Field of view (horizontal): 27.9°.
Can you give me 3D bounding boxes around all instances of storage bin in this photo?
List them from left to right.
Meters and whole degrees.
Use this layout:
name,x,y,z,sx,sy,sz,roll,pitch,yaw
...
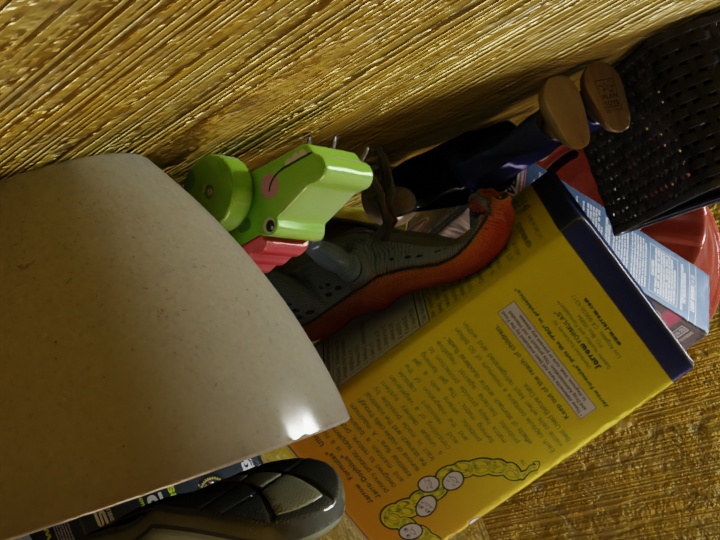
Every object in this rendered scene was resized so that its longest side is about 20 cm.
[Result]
name,x,y,z,sx,sy,sz,roll,pitch,yaw
storage bin,0.224,-0.096,0.881,0.135,0.094,0.200,-18,176,-9

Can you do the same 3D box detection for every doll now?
name,x,y,z,sx,sy,sz,roll,pitch,yaw
doll,0.072,-0.066,0.880,0.136,0.049,0.200,-22,179,-42

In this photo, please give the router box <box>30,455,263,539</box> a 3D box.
name,x,y,z,sx,sy,sz,roll,pitch,yaw
router box,-0.152,0.093,0.905,0.150,0.200,0.062,-15,167,-47

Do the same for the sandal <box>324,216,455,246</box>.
name,x,y,z,sx,sy,sz,roll,pitch,yaw
sandal,-0.019,0.001,0.907,0.200,0.080,0.057,0,-179,10

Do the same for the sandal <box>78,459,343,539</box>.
name,x,y,z,sx,sy,sz,roll,pitch,yaw
sandal,-0.073,0.133,0.690,0.080,0.057,0.201,-16,174,-41

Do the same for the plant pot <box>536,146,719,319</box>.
name,x,y,z,sx,sy,sz,roll,pitch,yaw
plant pot,0.204,-0.021,1.190,0.200,0.201,0.195,-19,168,7

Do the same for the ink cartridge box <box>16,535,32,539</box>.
name,x,y,z,sx,sy,sz,roll,pitch,yaw
ink cartridge box,-0.261,0.132,0.729,0.145,0.084,0.200,18,-169,-41

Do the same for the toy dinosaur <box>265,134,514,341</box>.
name,x,y,z,sx,sy,sz,roll,pitch,yaw
toy dinosaur,0.000,0.000,0.820,0.181,0.200,0.105,14,-150,29

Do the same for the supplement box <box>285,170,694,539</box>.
name,x,y,z,sx,sy,sz,roll,pitch,yaw
supplement box,0.065,0.055,0.811,0.200,0.110,0.109,-36,-165,10

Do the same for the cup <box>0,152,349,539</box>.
name,x,y,z,sx,sy,sz,roll,pitch,yaw
cup,-0.122,0.032,0.643,0.200,0.144,0.200,-19,176,-1

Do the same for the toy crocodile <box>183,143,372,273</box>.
name,x,y,z,sx,sy,sz,roll,pitch,yaw
toy crocodile,-0.078,-0.013,0.734,0.200,0.062,0.067,-23,162,33

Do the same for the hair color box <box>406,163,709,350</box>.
name,x,y,z,sx,sy,sz,roll,pitch,yaw
hair color box,0.138,0.000,1.015,0.100,0.200,0.061,-42,-154,43

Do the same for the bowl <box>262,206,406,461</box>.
name,x,y,z,sx,sy,sz,roll,pitch,yaw
bowl,-0.055,0.032,1.036,0.107,0.200,0.200,25,172,-3
